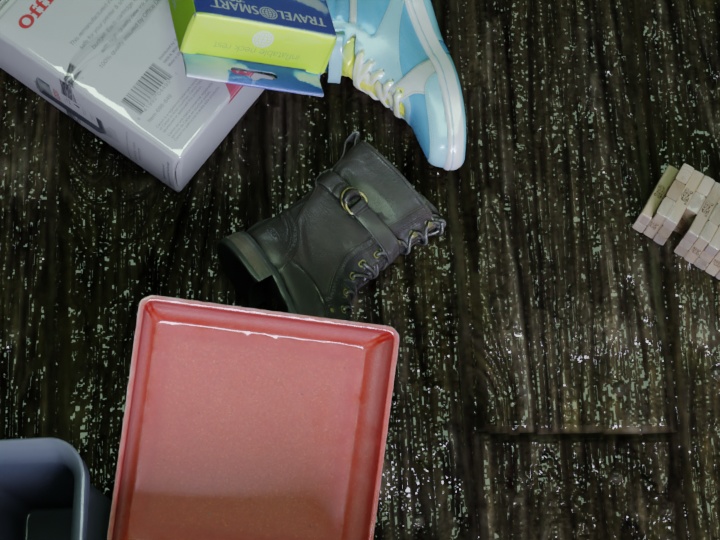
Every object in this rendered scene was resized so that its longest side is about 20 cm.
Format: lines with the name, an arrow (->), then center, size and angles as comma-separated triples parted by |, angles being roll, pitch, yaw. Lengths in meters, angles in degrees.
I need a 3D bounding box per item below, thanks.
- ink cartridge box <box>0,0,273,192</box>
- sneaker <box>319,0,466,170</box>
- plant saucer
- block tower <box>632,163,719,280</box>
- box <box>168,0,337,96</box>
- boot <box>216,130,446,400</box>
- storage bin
ink cartridge box -> -0.187, -0.184, 1.410 | 0.200, 0.085, 0.146 | 36, 72, 6
sneaker -> 0.008, -0.161, 1.423 | 0.130, 0.080, 0.200 | -12, 63, -11
plant saucer -> -0.082, 0.128, 1.273 | 0.199, 0.037, 0.200 | 8, 89, -16
block tower -> 0.327, -0.013, 1.408 | 0.200, 0.054, 0.058 | 30, 72, 6
box -> -0.094, -0.228, 1.367 | 0.122, 0.048, 0.200 | 6, 45, -23
boot -> 0.000, 0.000, 1.374 | 0.174, 0.069, 0.200 | -33, 84, -23
storage bin -> -0.245, 0.236, 1.230 | 0.145, 0.134, 0.201 | -4, 70, 13
